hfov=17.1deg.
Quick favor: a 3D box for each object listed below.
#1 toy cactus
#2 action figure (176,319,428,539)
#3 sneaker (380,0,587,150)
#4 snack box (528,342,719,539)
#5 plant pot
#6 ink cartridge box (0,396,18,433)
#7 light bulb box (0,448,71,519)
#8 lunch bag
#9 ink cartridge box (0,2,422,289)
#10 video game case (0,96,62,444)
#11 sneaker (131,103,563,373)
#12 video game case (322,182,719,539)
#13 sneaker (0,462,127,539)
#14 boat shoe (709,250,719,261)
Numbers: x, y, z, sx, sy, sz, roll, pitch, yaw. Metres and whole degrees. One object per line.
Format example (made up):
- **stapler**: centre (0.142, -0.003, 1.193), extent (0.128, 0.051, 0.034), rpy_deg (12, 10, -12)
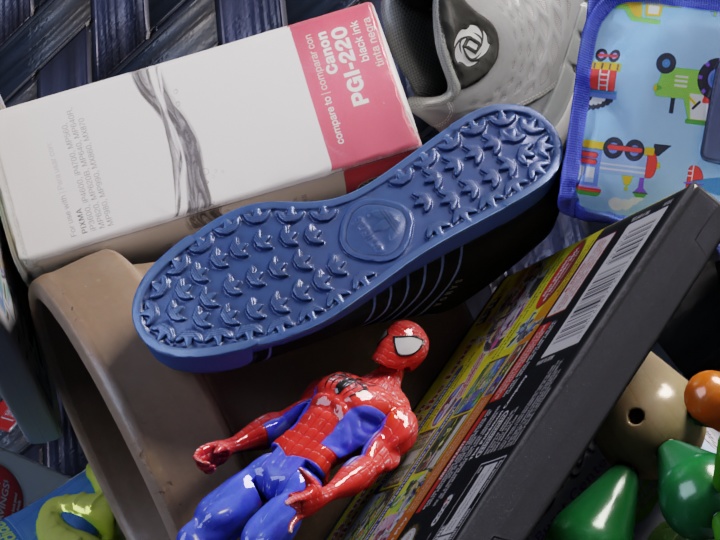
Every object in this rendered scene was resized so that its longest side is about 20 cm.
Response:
- **toy cactus**: centre (0.115, 0.075, 0.925), extent (0.200, 0.102, 0.165), rpy_deg (-52, 26, 13)
- **action figure**: centre (-0.036, 0.092, 0.987), extent (0.065, 0.052, 0.200), rpy_deg (20, 54, 39)
- **sneaker**: centre (0.072, -0.155, 1.187), extent (0.075, 0.115, 0.200), rpy_deg (-4, 66, 52)
- **snack box**: centre (0.106, 0.123, 1.014), extent (0.142, 0.053, 0.200), rpy_deg (-51, 36, 14)
- **plant pot**: centre (-0.035, 0.061, 1.119), extent (0.174, 0.200, 0.200), rpy_deg (-24, 34, -13)
- **ink cartridge box**: centre (-0.170, 0.009, 1.364), extent (0.176, 0.045, 0.200), rpy_deg (-48, 12, -13)
- **light bulb box**: centre (-0.248, 0.216, 1.343), extent (0.200, 0.125, 0.198), rpy_deg (-19, 53, 45)
- **lunch bag**: centre (0.171, -0.093, 1.008), extent (0.150, 0.094, 0.200), rpy_deg (8, 84, 18)
- **ink cartridge box**: centre (-0.075, -0.048, 1.195), extent (0.200, 0.146, 0.085), rpy_deg (-18, 76, -3)
- **video game case**: centre (-0.184, -0.032, 1.181), extent (0.022, 0.200, 0.182), rpy_deg (-12, 66, -1)
- **sneaker**: centre (0.000, 0.000, 1.038), extent (0.200, 0.078, 0.070), rpy_deg (-23, 62, -8)
- **video game case**: centre (0.053, 0.065, 0.975), extent (0.200, 0.025, 0.181), rpy_deg (-54, 10, -22)
- **sneaker**: centre (-0.158, 0.134, 1.251), extent (0.200, 0.105, 0.076), rpy_deg (-62, -32, -70)
- **boat shoe**: centre (0.162, -0.087, 1.094), extent (0.063, 0.073, 0.200), rpy_deg (2, 56, 8)
